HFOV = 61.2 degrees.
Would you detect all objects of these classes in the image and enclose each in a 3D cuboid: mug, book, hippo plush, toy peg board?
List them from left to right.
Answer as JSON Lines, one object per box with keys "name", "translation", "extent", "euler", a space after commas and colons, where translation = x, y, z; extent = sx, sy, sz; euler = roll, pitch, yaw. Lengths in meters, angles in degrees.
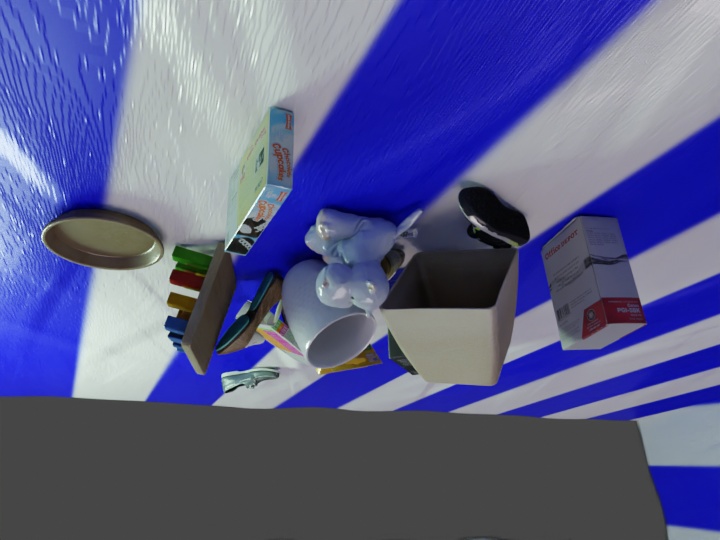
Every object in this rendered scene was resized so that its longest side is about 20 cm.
{"name": "toy peg board", "translation": [-0.317, 0.066, 1.148], "extent": [0.097, 0.201, 0.200], "euler": [15, 155, 1]}
{"name": "book", "translation": [-0.169, 0.152, 1.363], "extent": [0.133, 0.048, 0.200], "euler": [11, 152, 51]}
{"name": "mug", "translation": [-0.065, 0.083, 1.172], "extent": [0.147, 0.176, 0.200], "euler": [-33, 144, -2]}
{"name": "hippo plush", "translation": [0.000, 0.000, 1.030], "extent": [0.197, 0.163, 0.160], "euler": [2, 154, 0]}

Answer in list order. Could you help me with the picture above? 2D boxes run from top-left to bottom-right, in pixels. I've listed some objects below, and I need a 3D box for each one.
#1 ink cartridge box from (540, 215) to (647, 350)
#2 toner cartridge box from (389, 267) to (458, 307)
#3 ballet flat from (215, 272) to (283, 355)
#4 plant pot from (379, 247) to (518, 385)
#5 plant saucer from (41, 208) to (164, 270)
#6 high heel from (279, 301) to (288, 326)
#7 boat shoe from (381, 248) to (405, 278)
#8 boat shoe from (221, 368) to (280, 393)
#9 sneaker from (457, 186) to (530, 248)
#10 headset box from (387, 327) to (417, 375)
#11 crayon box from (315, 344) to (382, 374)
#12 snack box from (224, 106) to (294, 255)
{"name": "ink cartridge box", "translation": [0.408, 0.024, 1.084], "extent": [0.082, 0.202, 0.147], "euler": [1, 157, -13]}
{"name": "toner cartridge box", "translation": [0.142, 0.037, 1.219], "extent": [0.198, 0.096, 0.043], "euler": [-10, 156, 18]}
{"name": "ballet flat", "translation": [-0.208, 0.100, 1.230], "extent": [0.072, 0.201, 0.068], "euler": [39, 169, -26]}
{"name": "plant pot", "translation": [0.173, 0.089, 1.070], "extent": [0.198, 0.200, 0.179], "euler": [-1, 119, 27]}
{"name": "plant saucer", "translation": [-0.442, -0.053, 1.057], "extent": [0.197, 0.030, 0.201], "euler": [-1, 155, -1]}
{"name": "high heel", "translation": [-0.157, 0.093, 1.390], "extent": [0.067, 0.096, 0.201], "euler": [-31, 137, -16]}
{"name": "boat shoe", "translation": [0.012, 0.015, 1.201], "extent": [0.063, 0.074, 0.201], "euler": [-23, 167, -41]}
{"name": "boat shoe", "translation": [-0.342, 0.346, 1.903], "extent": [0.197, 0.063, 0.073], "euler": [-8, 155, 14]}
{"name": "sneaker", "translation": [0.206, -0.072, 1.011], "extent": [0.082, 0.073, 0.199], "euler": [-20, 150, 37]}
{"name": "headset box", "translation": [0.179, 0.194, 1.569], "extent": [0.172, 0.094, 0.200], "euler": [-12, 154, 22]}
{"name": "crayon box", "translation": [-0.057, 0.145, 1.283], "extent": [0.125, 0.201, 0.052], "euler": [-3, 132, -36]}
{"name": "snack box", "translation": [-0.141, -0.115, 0.834], "extent": [0.037, 0.118, 0.200], "euler": [9, 154, -24]}
